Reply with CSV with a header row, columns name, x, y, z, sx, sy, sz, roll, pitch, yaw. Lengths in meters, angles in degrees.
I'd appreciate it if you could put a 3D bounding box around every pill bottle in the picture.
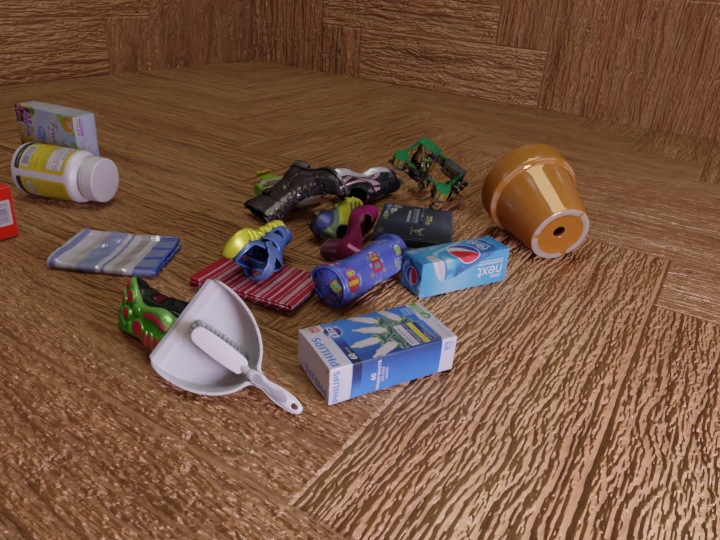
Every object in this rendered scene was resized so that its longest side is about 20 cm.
name,x,y,z,sx,sy,sz,roll,pitch,yaw
pill bottle,-0.648,-0.212,1.322,0.198,0.115,0.114,11,27,11

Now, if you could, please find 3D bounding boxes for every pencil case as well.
name,x,y,z,sx,sy,sz,roll,pitch,yaw
pencil case,0.000,0.000,1.038,0.087,0.079,0.199,-25,2,44

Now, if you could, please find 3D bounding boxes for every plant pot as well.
name,x,y,z,sx,sy,sz,roll,pitch,yaw
plant pot,0.381,-0.131,1.262,0.198,0.201,0.184,-3,43,-15

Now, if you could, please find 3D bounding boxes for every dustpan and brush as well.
name,x,y,z,sx,sy,sz,roll,pitch,yaw
dustpan and brush,-0.156,0.118,0.765,0.199,0.140,0.057,37,-9,-3

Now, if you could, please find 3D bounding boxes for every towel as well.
name,x,y,z,sx,sy,sz,roll,pitch,yaw
towel,-0.176,0.018,1.035,0.198,0.023,0.145,15,26,16
towel,-0.446,-0.035,1.097,0.198,0.024,0.147,6,27,3

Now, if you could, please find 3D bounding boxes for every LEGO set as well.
name,x,y,z,sx,sy,sz,roll,pitch,yaw
LEGO set,0.163,-0.227,1.502,0.199,0.116,0.154,34,54,9

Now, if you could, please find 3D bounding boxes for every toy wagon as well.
name,x,y,z,sx,sy,sz,roll,pitch,yaw
toy wagon,-0.183,-0.201,1.461,0.154,0.040,0.199,-19,34,-40

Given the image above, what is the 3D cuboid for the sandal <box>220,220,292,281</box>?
name,x,y,z,sx,sy,sz,roll,pitch,yaw
sandal,-0.168,-0.031,1.052,0.087,0.079,0.200,49,22,1

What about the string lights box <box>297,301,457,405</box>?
name,x,y,z,sx,sy,sz,roll,pitch,yaw
string lights box,0.023,0.111,0.835,0.198,0.059,0.103,-11,31,-28

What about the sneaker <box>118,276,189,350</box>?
name,x,y,z,sx,sy,sz,roll,pitch,yaw
sneaker,-0.294,0.068,0.877,0.083,0.077,0.200,15,12,-44

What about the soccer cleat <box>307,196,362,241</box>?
name,x,y,z,sx,sy,sz,roll,pitch,yaw
soccer cleat,-0.039,-0.104,1.282,0.084,0.065,0.200,42,30,7

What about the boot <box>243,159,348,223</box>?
name,x,y,z,sx,sy,sz,roll,pitch,yaw
boot,-0.140,-0.156,1.306,0.199,0.070,0.174,22,57,39

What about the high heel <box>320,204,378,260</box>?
name,x,y,z,sx,sy,sz,roll,pitch,yaw
high heel,0.010,-0.072,1.194,0.095,0.068,0.200,9,40,31

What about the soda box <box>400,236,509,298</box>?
name,x,y,z,sx,sy,sz,roll,pitch,yaw
soda box,0.173,-0.009,1.092,0.198,0.068,0.064,-11,29,-29

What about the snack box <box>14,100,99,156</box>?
name,x,y,z,sx,sy,sz,roll,pitch,yaw
snack box,-0.720,-0.304,1.434,0.198,0.170,0.068,15,29,21

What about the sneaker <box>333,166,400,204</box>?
name,x,y,z,sx,sy,sz,roll,pitch,yaw
sneaker,0.015,-0.195,1.464,0.198,0.081,0.087,-8,52,-28

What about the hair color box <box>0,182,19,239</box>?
name,x,y,z,sx,sy,sz,roll,pitch,yaw
hair color box,-0.748,-0.134,1.161,0.199,0.102,0.061,21,30,31

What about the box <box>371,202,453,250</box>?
name,x,y,z,sx,sy,sz,roll,pitch,yaw
box,0.112,-0.080,1.248,0.156,0.051,0.200,9,26,7
